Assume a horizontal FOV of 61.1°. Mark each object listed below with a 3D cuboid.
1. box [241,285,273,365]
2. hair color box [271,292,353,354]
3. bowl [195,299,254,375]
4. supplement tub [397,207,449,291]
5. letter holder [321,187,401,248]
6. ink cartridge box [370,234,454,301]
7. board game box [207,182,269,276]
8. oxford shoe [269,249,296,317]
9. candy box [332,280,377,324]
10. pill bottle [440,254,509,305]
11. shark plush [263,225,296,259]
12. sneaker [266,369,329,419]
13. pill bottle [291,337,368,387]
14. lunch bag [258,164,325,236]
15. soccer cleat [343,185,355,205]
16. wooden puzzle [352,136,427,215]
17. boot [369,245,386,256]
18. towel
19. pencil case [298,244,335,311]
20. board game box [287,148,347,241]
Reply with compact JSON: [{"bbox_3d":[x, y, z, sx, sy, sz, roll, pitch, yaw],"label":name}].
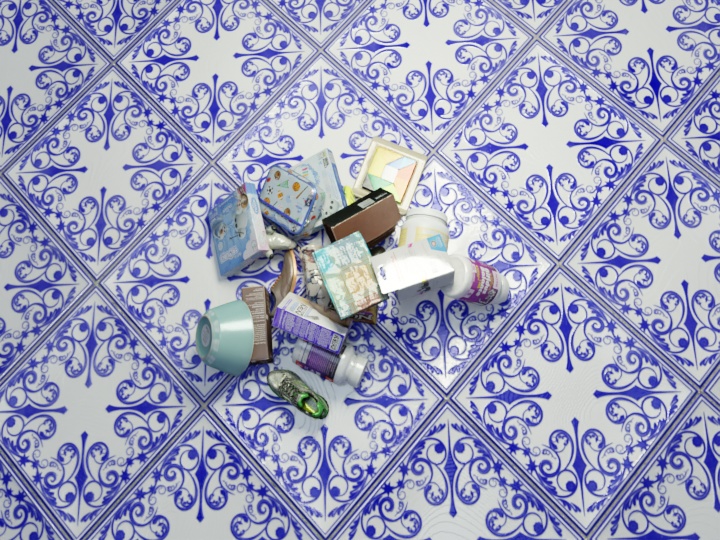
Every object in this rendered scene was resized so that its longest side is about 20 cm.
[{"bbox_3d":[-0.288,0.155,1.706,0.072,0.100,0.207,-4,77,-1],"label":"box"},{"bbox_3d":[-0.126,0.138,1.628,0.195,0.110,0.066,24,112,3],"label":"hair color box"},{"bbox_3d":[-0.377,0.182,1.647,0.103,0.198,0.208,4,72,-38],"label":"bowl"},{"bbox_3d":[0.173,-0.057,1.704,0.140,0.146,0.207,9,77,6],"label":"supplement tub"},{"bbox_3d":[0.014,-0.112,1.682,0.196,0.100,0.145,-29,113,-11],"label":"letter holder"},{"bbox_3d":[0.133,-0.001,1.570,0.194,0.068,0.118,-17,61,-4],"label":"ink cartridge box"},{"bbox_3d":[-0.352,-0.114,1.745,0.197,0.043,0.205,-28,72,39],"label":"board game box"},{"bbox_3d":[-0.221,0.038,1.737,0.070,0.071,0.207,5,77,-14],"label":"oxford shoe"},{"bbox_3d":[-0.010,0.091,1.653,0.112,0.201,0.058,9,74,6],"label":"candy box"},{"bbox_3d":[0.312,0.033,1.649,0.196,0.111,0.116,14,73,-38],"label":"pill bottle"},{"bbox_3d":[-0.282,-0.084,1.769,0.195,0.082,0.094,1,97,34],"label":"shark plush"},{"bbox_3d":[-0.172,0.333,1.667,0.196,0.085,0.080,29,80,10],"label":"sneaker"},{"bbox_3d":[-0.081,0.240,1.668,0.195,0.112,0.114,24,79,9],"label":"pill bottle"},{"bbox_3d":[-0.198,-0.193,1.729,0.197,0.075,0.164,32,101,26],"label":"lunch bag"},{"bbox_3d":[-0.018,-0.151,1.791,0.081,0.065,0.207,-2,71,-24],"label":"soccer cleat"},{"bbox_3d":[0.086,-0.287,1.819,0.180,0.037,0.205,22,79,9],"label":"wooden puzzle"},{"bbox_3d":[0.000,0.000,1.726,0.075,0.097,0.200,43,83,12],"label":"boot"},{"bbox_3d":[-0.026,0.010,1.564,0.143,0.022,0.204,-23,68,-7],"label":"towel"},{"bbox_3d":[-0.126,0.027,1.738,0.086,0.078,0.207,-8,76,-13],"label":"pencil case"},{"bbox_3d":[-0.145,-0.218,1.777,0.194,0.043,0.206,-22,76,22],"label":"board game box"}]
